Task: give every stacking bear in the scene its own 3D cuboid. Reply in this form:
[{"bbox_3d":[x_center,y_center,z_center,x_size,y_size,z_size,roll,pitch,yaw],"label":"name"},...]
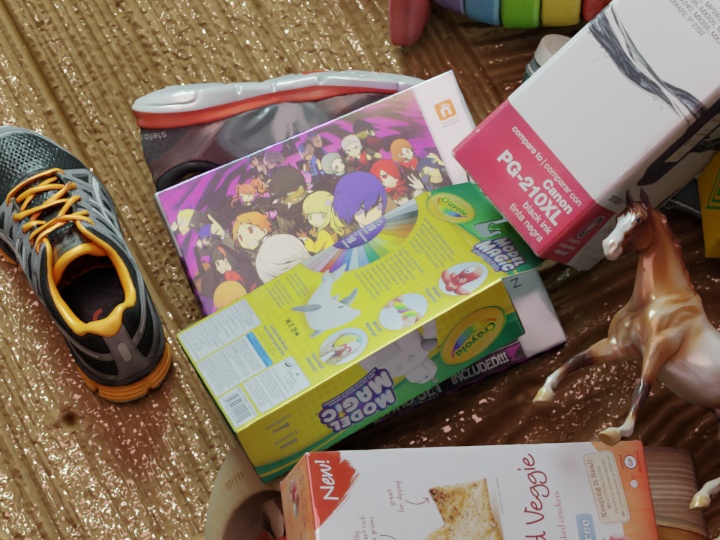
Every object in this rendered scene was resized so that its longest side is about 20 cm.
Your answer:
[{"bbox_3d":[0.124,-0.199,1.641,0.199,0.114,0.122,9,68,7],"label":"stacking bear"}]

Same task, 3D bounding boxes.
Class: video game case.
[{"bbox_3d":[0.000,0.000,1.577,0.199,0.036,0.182,-22,83,-5],"label":"video game case"}]

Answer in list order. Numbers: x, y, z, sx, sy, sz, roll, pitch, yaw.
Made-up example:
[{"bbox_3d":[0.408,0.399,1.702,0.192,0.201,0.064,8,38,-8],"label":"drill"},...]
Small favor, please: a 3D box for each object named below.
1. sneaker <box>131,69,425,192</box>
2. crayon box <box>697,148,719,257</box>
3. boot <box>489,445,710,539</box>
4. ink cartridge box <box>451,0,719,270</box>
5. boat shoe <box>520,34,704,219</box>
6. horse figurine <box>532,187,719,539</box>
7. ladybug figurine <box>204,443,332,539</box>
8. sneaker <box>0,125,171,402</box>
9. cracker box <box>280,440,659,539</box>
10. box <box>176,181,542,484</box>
[{"bbox_3d":[-0.041,-0.081,1.638,0.199,0.077,0.082,-5,97,-4],"label":"sneaker"},{"bbox_3d":[0.316,-0.062,1.497,0.199,0.173,0.059,3,63,-14],"label":"crayon box"},{"bbox_3d":[0.105,0.184,1.500,0.199,0.077,0.156,0,70,-3],"label":"boot"},{"bbox_3d":[0.165,-0.099,1.502,0.200,0.145,0.084,-42,77,10],"label":"ink cartridge box"},{"bbox_3d":[0.180,-0.066,1.615,0.200,0.073,0.062,37,117,12],"label":"boat shoe"},{"bbox_3d":[0.186,0.068,1.442,0.200,0.050,0.133,40,59,-7],"label":"horse figurine"},{"bbox_3d":[-0.020,0.185,1.487,0.136,0.072,0.201,-38,61,36],"label":"ladybug figurine"},{"bbox_3d":[-0.178,-0.017,1.606,0.078,0.077,0.200,-32,66,-7],"label":"sneaker"},{"bbox_3d":[0.064,0.165,1.410,0.199,0.058,0.135,-1,69,-18],"label":"cracker box"},{"bbox_3d":[0.004,0.029,1.499,0.199,0.049,0.117,-31,36,-4],"label":"box"}]
